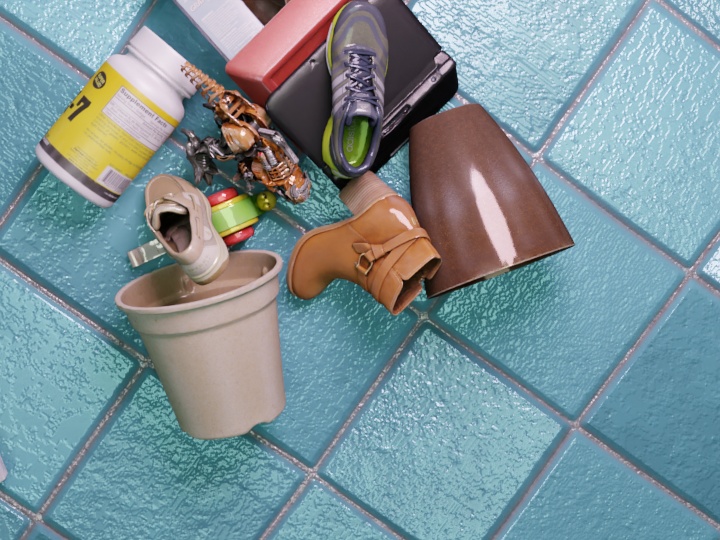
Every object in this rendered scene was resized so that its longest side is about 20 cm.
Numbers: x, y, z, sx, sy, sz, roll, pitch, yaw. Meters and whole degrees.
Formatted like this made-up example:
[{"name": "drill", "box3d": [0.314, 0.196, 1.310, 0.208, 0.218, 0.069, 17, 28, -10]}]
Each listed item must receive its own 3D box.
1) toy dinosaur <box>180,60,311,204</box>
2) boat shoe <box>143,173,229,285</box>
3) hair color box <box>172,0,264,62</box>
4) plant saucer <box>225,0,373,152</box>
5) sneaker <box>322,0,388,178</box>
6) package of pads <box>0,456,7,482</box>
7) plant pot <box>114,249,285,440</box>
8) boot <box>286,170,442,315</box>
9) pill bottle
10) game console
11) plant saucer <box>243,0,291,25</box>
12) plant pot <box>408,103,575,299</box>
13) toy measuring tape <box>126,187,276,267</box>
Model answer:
[{"name": "toy dinosaur", "box3d": [-0.135, -0.161, 1.249, 0.102, 0.136, 0.200, -30, 107, -34]}, {"name": "boat shoe", "box3d": [-0.217, -0.062, 1.253, 0.072, 0.200, 0.065, -40, 135, 5]}, {"name": "hair color box", "box3d": [-0.166, -0.302, 1.274, 0.061, 0.099, 0.200, -42, 96, 0]}, {"name": "plant saucer", "box3d": [-0.032, -0.244, 1.249, 0.200, 0.200, 0.037, -44, 55, 2]}, {"name": "sneaker", "box3d": [0.001, -0.194, 1.169, 0.074, 0.081, 0.200, -2, 105, -12]}, {"name": "package of pads", "box3d": [-0.557, 0.235, 1.318, 0.200, 0.068, 0.155, -23, 95, 0]}, {"name": "plant pot", "box3d": [-0.172, 0.094, 1.276, 0.200, 0.200, 0.184, -12, 106, -2]}, {"name": "boot", "box3d": [0.000, 0.000, 1.267, 0.155, 0.074, 0.200, 52, 124, 29]}, {"name": "pill bottle", "box3d": [-0.283, -0.183, 1.272, 0.114, 0.114, 0.200, 40, 92, -5]}, {"name": "game console", "box3d": [0.007, -0.206, 1.267, 0.200, 0.176, 0.116, -44, 81, 2]}, {"name": "plant saucer", "box3d": [-0.131, -0.373, 1.226, 0.034, 0.200, 0.200, -35, 96, -14]}, {"name": "plant pot", "box3d": [0.134, -0.090, 1.280, 0.187, 0.187, 0.200, -20, 86, -1]}, {"name": "toy measuring tape", "box3d": [-0.196, -0.051, 1.310, 0.200, 0.074, 0.074, -23, 96, -1]}]
